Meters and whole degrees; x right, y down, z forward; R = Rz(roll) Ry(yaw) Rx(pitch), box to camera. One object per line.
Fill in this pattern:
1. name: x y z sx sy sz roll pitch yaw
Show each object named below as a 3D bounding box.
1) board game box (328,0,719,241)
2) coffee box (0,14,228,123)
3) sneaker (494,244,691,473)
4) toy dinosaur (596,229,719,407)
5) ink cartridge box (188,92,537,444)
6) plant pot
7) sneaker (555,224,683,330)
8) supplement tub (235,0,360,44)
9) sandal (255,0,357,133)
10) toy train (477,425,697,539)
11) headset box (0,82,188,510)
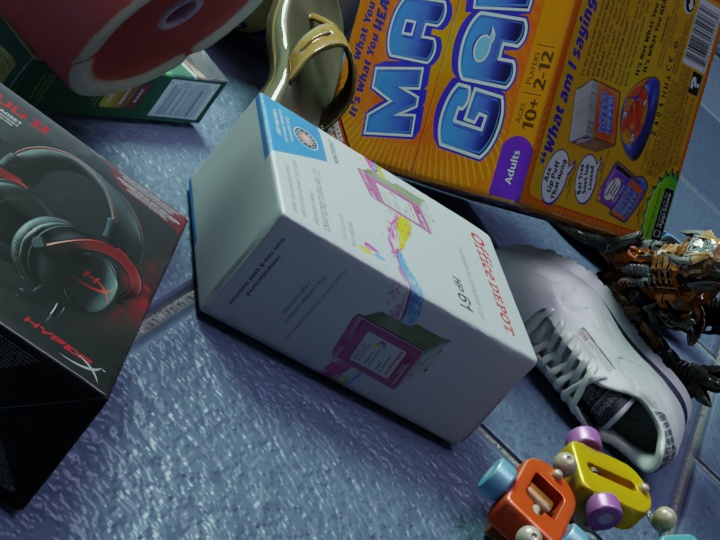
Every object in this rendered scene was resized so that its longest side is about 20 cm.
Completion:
1. board game box: 0.126 -0.149 1.153 0.199 0.202 0.199 18 3 41
2. coffee box: -0.182 -0.153 0.958 0.123 0.044 0.199 52 25 19
3. sneaker: 0.161 0.062 1.102 0.200 0.077 0.080 42 32 3
4. toy dinosaur: 0.230 0.018 1.146 0.135 0.102 0.200 38 -4 -14
5. ink cartridge box: 0.000 0.000 0.929 0.199 0.085 0.145 31 25 -27
6. plant pot: -0.146 -0.210 0.841 0.178 0.200 0.200 57 25 7
7. sneaker: 0.257 -0.026 1.407 0.200 0.075 0.078 49 20 13
8. supplement tub: -0.080 -0.261 1.186 0.199 0.146 0.146 19 31 -43
9. sandal: -0.033 -0.139 1.081 0.080 0.054 0.201 52 34 -36
10. toy train: 0.149 0.176 0.905 0.200 0.056 0.150 40 29 -3
11. headset box: -0.169 -0.009 0.684 0.148 0.075 0.200 36 23 -11
